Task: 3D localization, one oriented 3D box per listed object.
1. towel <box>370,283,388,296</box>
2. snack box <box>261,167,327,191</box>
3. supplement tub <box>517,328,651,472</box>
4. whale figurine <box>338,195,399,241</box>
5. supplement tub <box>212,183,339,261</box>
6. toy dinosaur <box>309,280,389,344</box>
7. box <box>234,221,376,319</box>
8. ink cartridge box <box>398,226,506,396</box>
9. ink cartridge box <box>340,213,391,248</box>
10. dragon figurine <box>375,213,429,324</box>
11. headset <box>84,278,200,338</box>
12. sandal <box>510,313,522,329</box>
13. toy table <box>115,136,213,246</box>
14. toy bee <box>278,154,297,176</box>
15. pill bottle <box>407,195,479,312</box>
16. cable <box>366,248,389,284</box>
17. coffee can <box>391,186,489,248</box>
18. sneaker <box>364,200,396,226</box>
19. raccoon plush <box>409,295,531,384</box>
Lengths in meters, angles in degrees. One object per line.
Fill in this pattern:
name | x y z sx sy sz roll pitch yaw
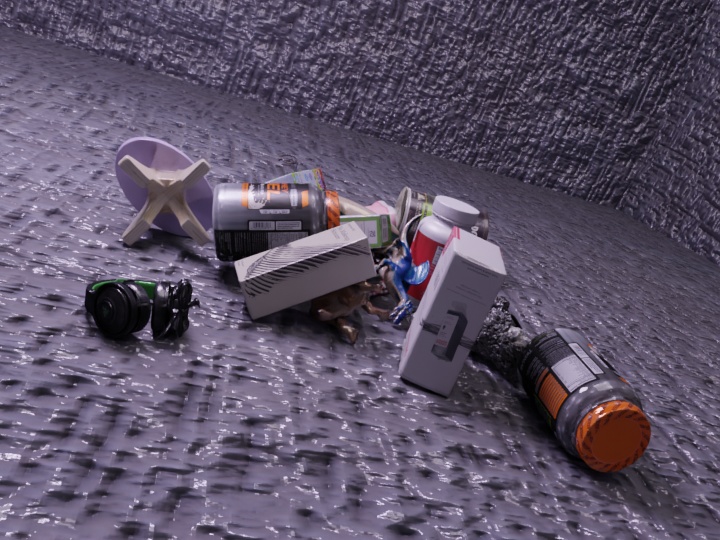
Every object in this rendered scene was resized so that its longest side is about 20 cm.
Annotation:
towel | 0.000 0.000 1.237 0.145 0.030 0.199 31 22 30
snack box | -0.181 -0.142 1.256 0.197 0.054 0.142 -16 8 22
supplement tub | 0.308 0.177 0.901 0.120 0.124 0.201 13 20 -14
whale figurine | -0.023 -0.082 1.284 0.198 0.105 0.159 19 -6 32
supplement tub | -0.135 -0.079 1.044 0.196 0.125 0.123 -1 22 -8
toy dinosaur | -0.037 0.041 1.020 0.134 0.087 0.199 19 30 25
box | -0.083 -0.002 0.964 0.197 0.069 0.082 -21 27 -10
ink cartridge box | 0.132 0.057 0.941 0.084 0.203 0.146 24 19 1
ink cartridge box | -0.049 -0.068 1.169 0.196 0.061 0.104 -3 4 13
dragon figurine | 0.079 0.000 1.110 0.099 0.059 0.201 40 51 -10
headset | -0.262 0.033 0.797 0.122 0.096 0.199 1 15 -41
sandal | 0.267 0.107 1.153 0.198 0.058 0.080 24 19 15
toy table | -0.321 -0.126 1.074 0.199 0.185 0.117 34 9 -26
toy bee | -0.141 -0.159 1.428 0.129 0.110 0.201 16 30 -6
pill bottle | 0.144 -0.026 1.181 0.110 0.203 0.113 16 18 -6
cable | 0.023 -0.019 1.191 0.096 0.051 0.199 21 20 22
coffee can | 0.175 -0.093 1.479 0.197 0.149 0.147 15 19 -8
sneaker | 0.015 -0.117 1.502 0.103 0.077 0.200 -10 8 -8
raccoon plush | 0.186 0.124 1.052 0.196 0.098 0.135 -12 36 4
